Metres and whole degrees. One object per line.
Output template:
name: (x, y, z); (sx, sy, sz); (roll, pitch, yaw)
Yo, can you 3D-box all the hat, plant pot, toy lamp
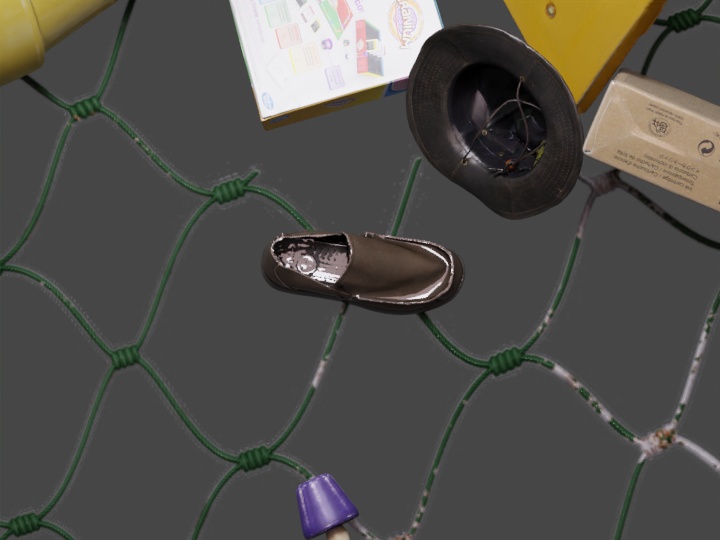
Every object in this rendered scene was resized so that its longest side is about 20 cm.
hat: (0.144, -0.154, 1.406); (0.201, 0.201, 0.081); (46, 49, 10)
plant pot: (-0.322, -0.302, 1.429); (0.188, 0.201, 0.202); (-27, 79, -16)
toy lamp: (-0.004, 0.285, 1.360); (0.058, 0.058, 0.201); (-26, 78, -1)

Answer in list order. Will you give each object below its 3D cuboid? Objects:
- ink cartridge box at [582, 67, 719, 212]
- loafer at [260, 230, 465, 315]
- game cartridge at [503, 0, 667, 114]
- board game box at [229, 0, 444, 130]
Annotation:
ink cartridge box: (0.311, -0.111, 1.353); (0.199, 0.165, 0.076); (24, 105, 8)
loafer: (0.000, 0.000, 1.404); (0.198, 0.071, 0.074); (2, 80, 4)
game cartridge: (0.207, -0.273, 1.370); (0.032, 0.200, 0.177); (-11, 64, -30)
board game box: (-0.021, -0.239, 1.466); (0.198, 0.040, 0.154); (-15, 79, 1)
